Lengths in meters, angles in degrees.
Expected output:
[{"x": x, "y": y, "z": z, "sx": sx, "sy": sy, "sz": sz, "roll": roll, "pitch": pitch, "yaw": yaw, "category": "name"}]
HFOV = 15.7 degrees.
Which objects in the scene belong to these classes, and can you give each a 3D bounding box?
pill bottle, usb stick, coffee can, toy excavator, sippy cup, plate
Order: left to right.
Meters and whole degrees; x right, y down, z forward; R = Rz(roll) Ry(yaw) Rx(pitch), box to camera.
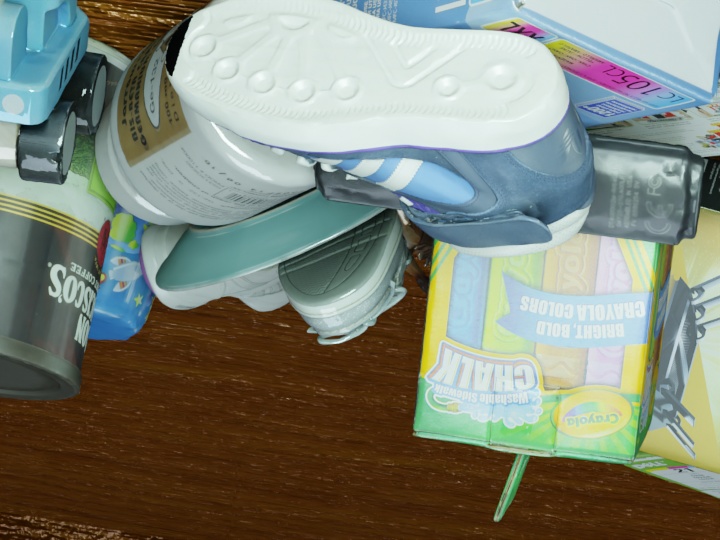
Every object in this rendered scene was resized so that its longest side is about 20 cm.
[{"x": -0.199, "y": -0.141, "z": 1.384, "sx": 0.099, "sy": 0.201, "sz": 0.195, "roll": 9, "pitch": -151, "yaw": 5, "category": "toy excavator"}, {"x": -0.221, "y": -0.037, "z": 1.573, "sx": 0.146, "sy": 0.201, "sz": 0.146, "roll": 10, "pitch": 166, "yaw": 2, "category": "coffee can"}, {"x": -0.179, "y": -0.027, "z": 1.724, "sx": 0.177, "sy": 0.131, "sz": 0.140, "roll": 11, "pitch": 166, "yaw": -3, "category": "sippy cup"}, {"x": -0.076, "y": -0.086, "z": 1.452, "sx": 0.114, "sy": 0.115, "sz": 0.200, "roll": 16, "pitch": 165, "yaw": -21, "category": "pill bottle"}, {"x": -0.036, "y": -0.045, "z": 1.544, "sx": 0.200, "sy": 0.200, "sz": 0.026, "roll": -8, "pitch": 113, "yaw": 52, "category": "plate"}, {"x": 0.073, "y": -0.049, "z": 1.321, "sx": 0.199, "sy": 0.056, "sz": 0.033, "roll": 8, "pitch": -154, "yaw": 9, "category": "usb stick"}]

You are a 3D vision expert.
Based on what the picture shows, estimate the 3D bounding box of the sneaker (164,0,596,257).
[{"x": 0.014, "y": -0.056, "z": 1.249, "sx": 0.199, "sy": 0.081, "sz": 0.147, "roll": 7, "pitch": 149, "yaw": 17, "category": "sneaker"}]

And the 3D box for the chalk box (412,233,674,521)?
[{"x": 0.101, "y": 0.035, "z": 1.409, "sx": 0.123, "sy": 0.201, "sz": 0.124, "roll": 7, "pitch": -171, "yaw": 9, "category": "chalk box"}]

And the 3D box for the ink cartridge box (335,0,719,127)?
[{"x": 0.065, "y": -0.123, "z": 1.291, "sx": 0.136, "sy": 0.077, "sz": 0.200, "roll": 21, "pitch": 164, "yaw": -34, "category": "ink cartridge box"}]

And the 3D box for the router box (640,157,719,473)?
[{"x": 0.216, "y": 0.031, "z": 1.567, "sx": 0.157, "sy": 0.052, "sz": 0.201, "roll": 15, "pitch": 131, "yaw": 9, "category": "router box"}]

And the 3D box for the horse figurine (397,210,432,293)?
[{"x": 0.033, "y": -0.025, "z": 1.658, "sx": 0.050, "sy": 0.133, "sz": 0.200, "roll": -31, "pitch": 169, "yaw": -9, "category": "horse figurine"}]

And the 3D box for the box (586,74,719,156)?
[{"x": 0.171, "y": -0.095, "z": 1.392, "sx": 0.200, "sy": 0.035, "sz": 0.110, "roll": -4, "pitch": 159, "yaw": 45, "category": "box"}]

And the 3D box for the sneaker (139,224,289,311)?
[{"x": -0.057, "y": -0.015, "z": 1.716, "sx": 0.099, "sy": 0.075, "sz": 0.200, "roll": -19, "pitch": 178, "yaw": 30, "category": "sneaker"}]

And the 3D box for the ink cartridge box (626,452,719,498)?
[{"x": 0.201, "y": 0.054, "z": 1.710, "sx": 0.199, "sy": 0.148, "sz": 0.076, "roll": 20, "pitch": 162, "yaw": -32, "category": "ink cartridge box"}]

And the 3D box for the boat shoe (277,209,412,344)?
[{"x": -0.001, "y": 0.000, "z": 1.503, "sx": 0.074, "sy": 0.065, "sz": 0.202, "roll": -25, "pitch": -167, "yaw": 5, "category": "boat shoe"}]
